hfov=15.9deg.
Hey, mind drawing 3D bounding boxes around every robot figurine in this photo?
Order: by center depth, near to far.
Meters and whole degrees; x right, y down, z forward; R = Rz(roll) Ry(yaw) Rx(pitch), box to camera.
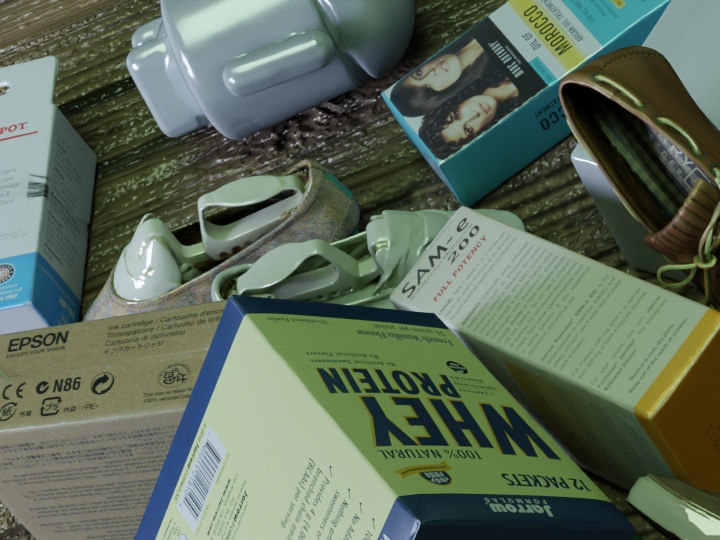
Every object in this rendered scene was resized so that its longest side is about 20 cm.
[{"bbox_3d":[-0.050,-0.158,1.659,0.199,0.113,0.170,-23,26,11],"label":"robot figurine"}]

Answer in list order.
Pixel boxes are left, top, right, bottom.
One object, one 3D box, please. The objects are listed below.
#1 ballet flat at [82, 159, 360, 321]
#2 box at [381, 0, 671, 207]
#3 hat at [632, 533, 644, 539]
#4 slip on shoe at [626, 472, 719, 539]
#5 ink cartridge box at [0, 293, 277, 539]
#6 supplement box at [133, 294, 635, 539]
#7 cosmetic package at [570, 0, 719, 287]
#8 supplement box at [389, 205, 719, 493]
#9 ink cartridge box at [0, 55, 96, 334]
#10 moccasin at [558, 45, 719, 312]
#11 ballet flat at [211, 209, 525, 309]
[{"bbox_3d":[-0.099,-0.016,1.613,0.200,0.067,0.068,-27,43,8],"label":"ballet flat"},{"bbox_3d":[0.118,-0.132,1.597,0.200,0.049,0.082,-36,49,-1],"label":"box"},{"bbox_3d":[0.181,0.187,1.337,0.175,0.166,0.201,-4,67,-15],"label":"hat"},{"bbox_3d":[0.231,0.143,1.289,0.200,0.076,0.061,26,82,22],"label":"slip on shoe"},{"bbox_3d":[-0.109,0.099,1.471,0.199,0.165,0.075,-8,52,21],"label":"ink cartridge box"},{"bbox_3d":[-0.001,0.150,1.294,0.200,0.134,0.200,48,123,46],"label":"supplement box"},{"bbox_3d":[0.261,-0.083,1.442,0.200,0.123,0.200,20,68,37],"label":"cosmetic package"},{"bbox_3d":[0.127,0.053,1.397,0.200,0.126,0.074,25,70,43],"label":"supplement box"},{"bbox_3d":[-0.241,-0.035,1.699,0.115,0.067,0.201,-11,53,20],"label":"ink cartridge box"},{"bbox_3d":[0.176,-0.029,1.329,0.074,0.078,0.202,-42,76,44],"label":"moccasin"},{"bbox_3d":[0.000,0.000,1.553,0.199,0.069,0.070,-18,51,14],"label":"ballet flat"}]
